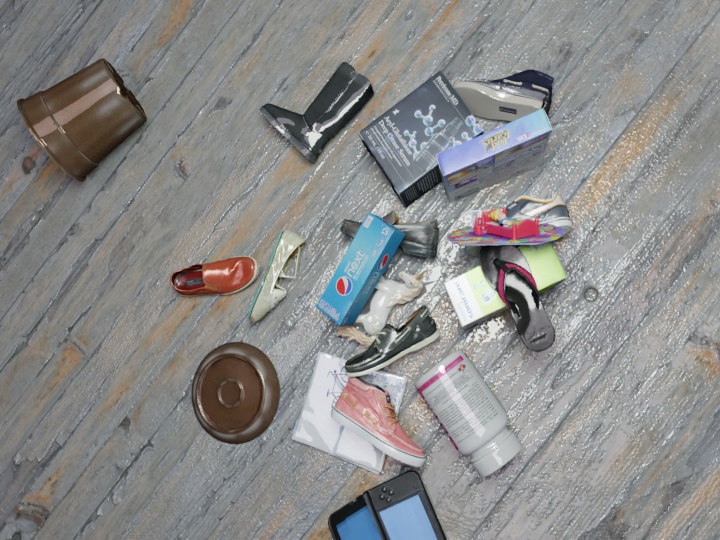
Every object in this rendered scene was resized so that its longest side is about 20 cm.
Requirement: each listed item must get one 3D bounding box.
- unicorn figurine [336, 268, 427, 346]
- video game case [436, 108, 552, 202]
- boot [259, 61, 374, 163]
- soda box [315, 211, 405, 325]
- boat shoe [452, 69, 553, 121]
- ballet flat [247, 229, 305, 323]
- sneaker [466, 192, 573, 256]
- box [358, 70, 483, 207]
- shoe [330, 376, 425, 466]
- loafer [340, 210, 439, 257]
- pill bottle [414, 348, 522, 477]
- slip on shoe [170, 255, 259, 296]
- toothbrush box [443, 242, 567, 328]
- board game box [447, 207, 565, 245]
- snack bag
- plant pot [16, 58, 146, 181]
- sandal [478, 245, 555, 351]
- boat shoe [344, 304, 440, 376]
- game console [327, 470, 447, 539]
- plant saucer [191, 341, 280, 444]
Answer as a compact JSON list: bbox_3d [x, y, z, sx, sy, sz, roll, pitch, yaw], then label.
[{"bbox_3d":[0.039,0.054,1.187,0.135,0.074,0.204,26,105,14],"label":"unicorn figurine"},{"bbox_3d":[0.241,-0.203,1.113,0.195,0.181,0.047,-22,78,8],"label":"video game case"},{"bbox_3d":[-0.090,-0.351,1.261,0.164,0.066,0.201,42,95,5],"label":"boot"},{"bbox_3d":[0.000,0.000,1.129,0.064,0.068,0.203,34,100,21],"label":"soda box"},{"bbox_3d":[0.281,-0.349,1.190,0.196,0.075,0.094,21,66,18],"label":"boat shoe"},{"bbox_3d":[-0.166,0.018,1.233,0.061,0.067,0.205,21,88,4],"label":"ballet flat"},{"bbox_3d":[0.290,-0.086,1.143,0.195,0.078,0.082,-15,69,16],"label":"sneaker"},{"bbox_3d":[0.120,-0.250,1.184,0.198,0.107,0.150,-36,77,5],"label":"box"},{"bbox_3d":[0.045,0.275,1.130,0.197,0.071,0.093,27,91,14],"label":"shoe"},{"bbox_3d":[0.058,-0.082,1.188,0.194,0.073,0.074,11,103,3],"label":"loafer"},{"bbox_3d":[0.195,0.256,1.099,0.112,0.113,0.202,-36,77,5],"label":"pill bottle"},{"bbox_3d":[-0.303,0.013,1.264,0.194,0.061,0.076,-9,79,9],"label":"slip on shoe"},{"bbox_3d":[0.256,0.025,1.100,0.196,0.146,0.088,-25,79,7],"label":"toothbrush box"},{"bbox_3d":[0.242,-0.080,1.030,0.194,0.158,0.040,-1,105,21],"label":"board game box"},{"bbox_3d":[-0.024,0.270,1.191,0.195,0.021,0.194,17,87,14],"label":"snack bag"},{"bbox_3d":[-0.582,-0.334,1.308,0.196,0.200,0.202,-35,77,-2],"label":"plant pot"},{"bbox_3d":[0.260,0.035,1.000,0.074,0.045,0.204,-28,79,7],"label":"sandal"},{"bbox_3d":[0.052,0.135,1.154,0.196,0.072,0.069,-28,101,-5],"label":"boat shoe"},{"bbox_3d":[0.061,0.494,1.094,0.168,0.118,0.204,-26,79,8],"label":"game console"},{"bbox_3d":[-0.260,0.249,1.240,0.194,0.032,0.207,-1,83,11],"label":"plant saucer"}]
